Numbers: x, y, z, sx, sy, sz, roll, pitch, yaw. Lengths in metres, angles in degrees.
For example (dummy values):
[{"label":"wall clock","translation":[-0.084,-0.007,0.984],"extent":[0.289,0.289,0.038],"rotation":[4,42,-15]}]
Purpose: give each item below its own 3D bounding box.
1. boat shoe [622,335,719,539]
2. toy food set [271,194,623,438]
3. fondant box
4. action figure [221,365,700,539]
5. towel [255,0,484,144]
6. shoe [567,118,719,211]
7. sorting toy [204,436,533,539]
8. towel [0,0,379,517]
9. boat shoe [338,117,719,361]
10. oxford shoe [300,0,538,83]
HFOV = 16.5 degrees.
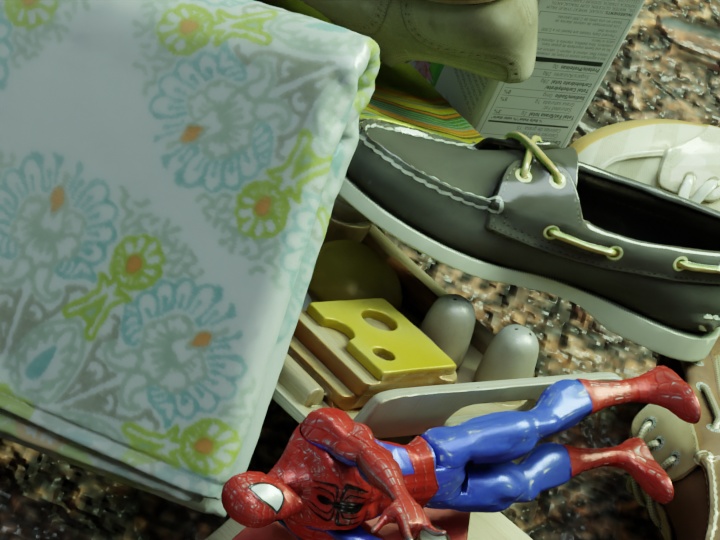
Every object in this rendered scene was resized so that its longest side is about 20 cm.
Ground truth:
[{"label":"boat shoe","translation":[0.147,0.090,1.071],"extent":[0.071,0.076,0.200],"rotation":[15,28,3]},{"label":"toy food set","translation":[0.000,0.000,1.057],"extent":[0.143,0.061,0.200],"rotation":[-3,34,-43]},{"label":"fondant box","translation":[0.076,-0.152,1.173],"extent":[0.058,0.200,0.145],"rotation":[3,49,-23]},{"label":"action figure","translation":[0.048,0.089,0.935],"extent":[0.199,0.066,0.099],"rotation":[-5,35,-26]},{"label":"towel","translation":[-0.005,-0.100,1.158],"extent":[0.086,0.018,0.200],"rotation":[17,20,-34]},{"label":"shoe","translation":[0.189,-0.030,1.194],"extent":[0.199,0.070,0.053],"rotation":[9,7,-19]},{"label":"sorting toy","translation":[0.024,0.153,0.969],"extent":[0.200,0.070,0.199],"rotation":[39,47,14]},{"label":"towel","translation":[-0.099,-0.020,0.989],"extent":[0.170,0.201,0.048],"rotation":[18,1,15]},{"label":"boat shoe","translation":[0.079,-0.026,1.060],"extent":[0.200,0.061,0.072],"rotation":[22,27,-21]},{"label":"oxford shoe","translation":[-0.003,-0.127,1.135],"extent":[0.199,0.075,0.070],"rotation":[20,44,41]}]
